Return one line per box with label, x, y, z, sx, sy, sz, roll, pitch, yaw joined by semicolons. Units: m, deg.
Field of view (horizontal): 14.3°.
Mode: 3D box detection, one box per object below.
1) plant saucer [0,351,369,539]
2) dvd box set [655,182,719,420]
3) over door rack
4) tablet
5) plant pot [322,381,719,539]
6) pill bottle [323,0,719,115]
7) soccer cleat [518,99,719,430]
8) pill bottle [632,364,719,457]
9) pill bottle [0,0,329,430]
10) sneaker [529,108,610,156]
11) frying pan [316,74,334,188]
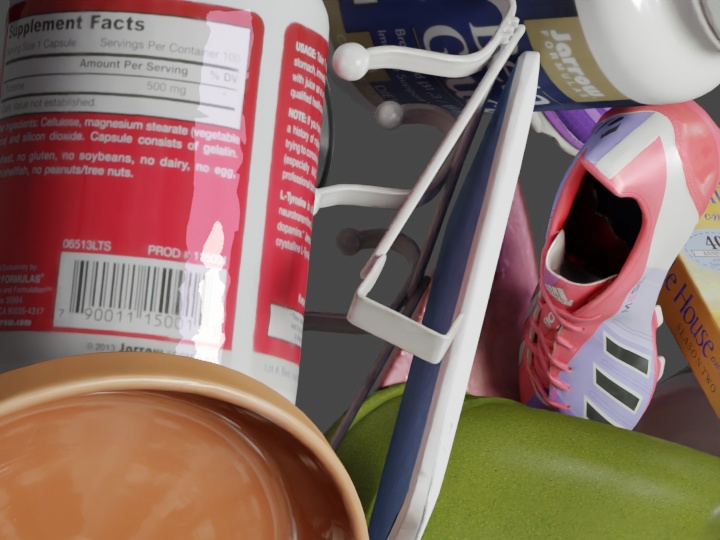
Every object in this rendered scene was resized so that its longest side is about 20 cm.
plant saucer;-0.095;0.108;0.928;0.200;0.032;0.201;-13;128;-17
dvd box set;0.202;0.028;1.260;0.146;0.029;0.200;4;44;-31
over door rack;0.000;0.000;1.030;0.200;0.066;0.148;-76;-177;-48
tablet;0.031;0.030;1.060;0.130;0.014;0.201;112;-5;-57
plant pot;0.097;0.146;1.125;0.200;0.192;0.201;0;90;-51
pill bottle;0.084;-0.117;1.105;0.111;0.199;0.112;1;88;-51
soccer cleat;0.093;0.010;1.175;0.076;0.067;0.200;-30;150;-40
pill bottle;0.211;0.073;1.335;0.200;0.112;0.113;-26;110;-49
pill bottle;-0.069;-0.045;0.982;0.112;0.112;0.201;15;78;-51
sneaker;0.105;-0.137;1.215;0.081;0.083;0.201;-35;129;-43
frying pan;-0.038;-0.089;1.092;0.115;0.031;0.191;26;72;-50
